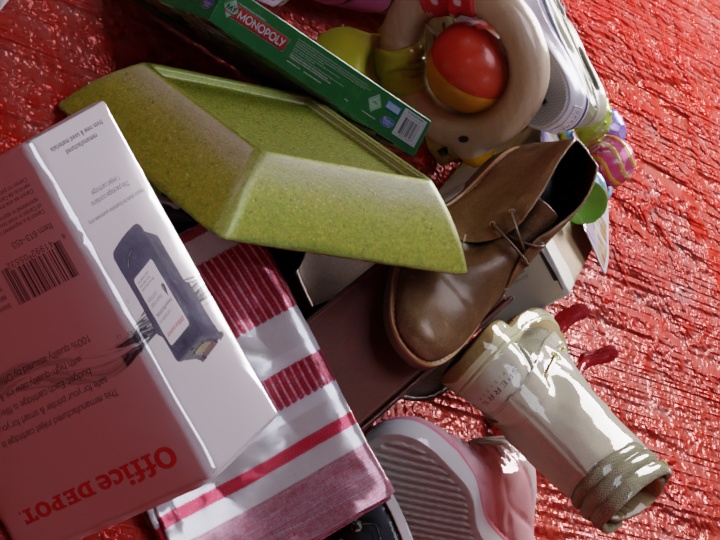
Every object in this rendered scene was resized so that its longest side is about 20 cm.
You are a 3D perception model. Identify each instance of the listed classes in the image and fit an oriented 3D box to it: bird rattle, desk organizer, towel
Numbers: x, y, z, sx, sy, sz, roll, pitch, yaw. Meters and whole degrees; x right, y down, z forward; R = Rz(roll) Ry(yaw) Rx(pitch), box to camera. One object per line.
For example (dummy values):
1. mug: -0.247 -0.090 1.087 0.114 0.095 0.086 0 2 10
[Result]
1. bird rattle: 0.066 -0.166 1.768 0.163 0.200 0.113 42 26 9
2. desk organizer: 0.001 0.042 1.595 0.200 0.072 0.077 -39 102 -40
3. towel: -0.082 0.078 1.478 0.144 0.023 0.200 -29 93 -21

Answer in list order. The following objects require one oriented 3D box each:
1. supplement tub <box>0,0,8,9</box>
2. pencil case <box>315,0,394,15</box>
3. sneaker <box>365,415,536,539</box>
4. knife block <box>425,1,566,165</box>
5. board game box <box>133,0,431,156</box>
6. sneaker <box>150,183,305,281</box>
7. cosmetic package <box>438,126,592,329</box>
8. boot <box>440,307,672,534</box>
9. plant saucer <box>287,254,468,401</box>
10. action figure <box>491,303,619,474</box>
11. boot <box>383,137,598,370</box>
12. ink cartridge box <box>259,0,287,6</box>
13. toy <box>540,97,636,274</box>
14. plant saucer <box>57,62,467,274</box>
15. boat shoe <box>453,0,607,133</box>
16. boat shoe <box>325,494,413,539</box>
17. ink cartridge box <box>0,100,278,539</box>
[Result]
1. supplement tub: -0.240 -0.239 1.424 0.145 0.144 0.200 45 37 -28
2. pencil case: -0.008 -0.239 1.824 0.200 0.091 0.094 9 37 -55
3. sneaker: 0.060 0.136 1.663 0.200 0.075 0.105 53 32 -40
4. knife block: 0.110 -0.167 1.960 0.175 0.064 0.201 17 55 -49
5. board game box: -0.062 -0.144 1.645 0.200 0.134 0.029 31 87 -42
6. sneaker: -0.118 -0.030 1.555 0.200 0.072 0.083 12 35 -53
7. cosmetic package: 0.114 -0.037 1.829 0.105 0.071 0.200 60 19 -8
8. boot: 0.140 0.101 1.678 0.155 0.072 0.200 43 11 10
9. plant saucer: 0.000 0.000 1.713 0.200 0.037 0.201 35 42 -39
10. action figure: 0.140 0.093 1.846 0.066 0.052 0.200 59 35 -15
11. boot: 0.082 -0.018 1.587 0.074 0.075 0.200 50 52 -16
12. ink cartridge box: -0.137 -0.285 1.668 0.200 0.043 0.199 18 42 -48
13. toy: 0.175 -0.092 1.874 0.115 0.047 0.200 62 19 -20
14. plant saucer: -0.052 -0.070 1.535 0.200 0.048 0.200 9 20 -41
15. boat shoe: 0.113 -0.182 1.816 0.062 0.072 0.200 5 56 -55
16. boat shoe: 0.007 0.195 1.560 0.060 0.076 0.200 -22 68 -20
17. ink cartridge box: -0.160 0.034 1.354 0.200 0.145 0.084 61 32 -6
